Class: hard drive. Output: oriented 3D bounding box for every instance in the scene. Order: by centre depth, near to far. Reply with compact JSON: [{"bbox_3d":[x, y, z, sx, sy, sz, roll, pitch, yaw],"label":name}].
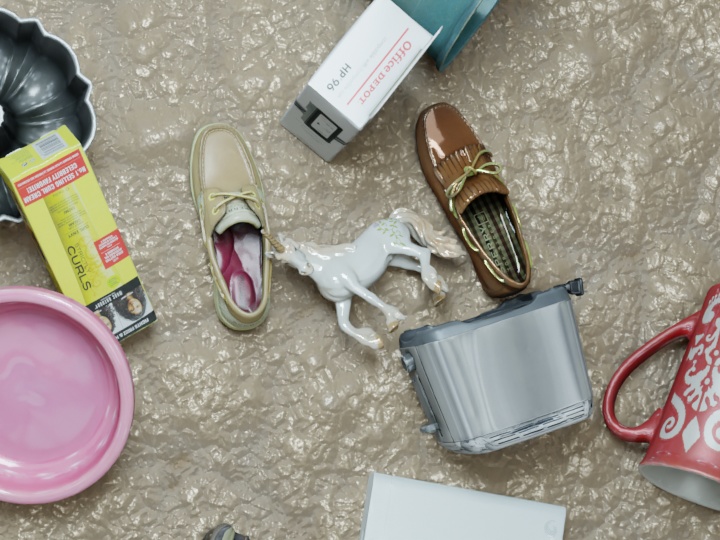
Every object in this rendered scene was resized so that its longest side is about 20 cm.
[{"bbox_3d":[0.095,0.279,1.539,0.197,0.026,0.134,11,81,-11],"label":"hard drive"}]

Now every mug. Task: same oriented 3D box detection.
[{"bbox_3d":[0.349,0.116,1.567,0.176,0.133,0.202,25,75,-11],"label":"mug"}]

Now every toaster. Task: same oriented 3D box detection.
[{"bbox_3d":[0.141,0.096,1.529,0.198,0.114,0.131,-17,91,-17],"label":"toaster"}]

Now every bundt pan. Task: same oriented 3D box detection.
[{"bbox_3d":[-0.344,-0.135,1.461,0.199,0.076,0.205,2,82,-13],"label":"bundt pan"}]

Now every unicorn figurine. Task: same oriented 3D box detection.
[{"bbox_3d":[0.000,0.000,1.519,0.138,0.074,0.199,48,44,12],"label":"unicorn figurine"}]

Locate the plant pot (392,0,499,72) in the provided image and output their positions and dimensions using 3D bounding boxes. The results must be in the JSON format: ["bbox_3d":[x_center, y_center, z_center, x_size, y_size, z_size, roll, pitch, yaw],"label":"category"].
[{"bbox_3d":[0.059,-0.331,1.528,0.195,0.200,0.201,37,77,1],"label":"plant pot"}]

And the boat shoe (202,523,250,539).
[{"bbox_3d":[-0.139,0.336,1.453,0.073,0.074,0.202,23,80,-9],"label":"boat shoe"}]

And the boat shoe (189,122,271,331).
[{"bbox_3d":[-0.117,-0.046,1.508,0.073,0.066,0.203,-11,86,-14],"label":"boat shoe"}]

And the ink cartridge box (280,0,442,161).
[{"bbox_3d":[-0.002,-0.182,1.482,0.068,0.200,0.116,39,76,-6],"label":"ink cartridge box"}]

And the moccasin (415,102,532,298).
[{"bbox_3d":[0.112,-0.071,1.557,0.073,0.078,0.204,-17,83,-14],"label":"moccasin"}]

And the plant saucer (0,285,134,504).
[{"bbox_3d":[-0.299,0.108,1.425,0.198,0.051,0.203,0,106,1],"label":"plant saucer"}]

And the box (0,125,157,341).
[{"bbox_3d":[-0.253,-0.025,1.429,0.075,0.050,0.202,-28,125,-15],"label":"box"}]
